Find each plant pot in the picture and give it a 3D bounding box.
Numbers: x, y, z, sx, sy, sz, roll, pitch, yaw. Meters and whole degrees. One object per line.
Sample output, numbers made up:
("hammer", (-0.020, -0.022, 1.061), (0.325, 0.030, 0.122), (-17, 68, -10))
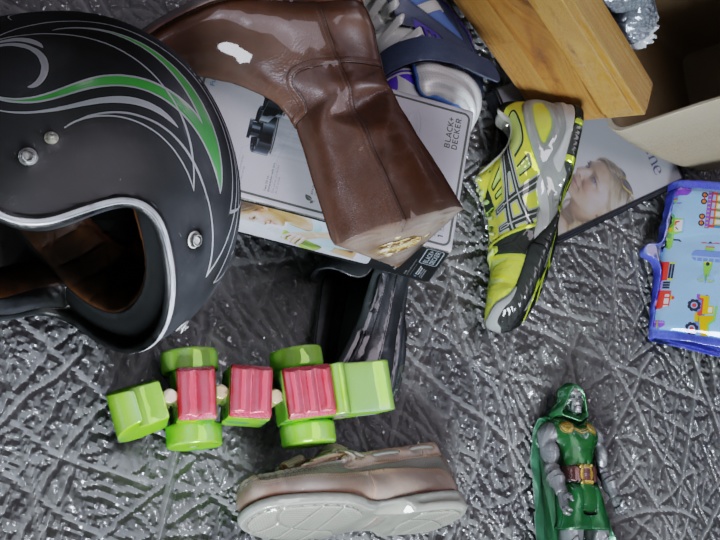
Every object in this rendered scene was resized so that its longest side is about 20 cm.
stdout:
("plant pot", (0.334, -0.200, 1.233), (0.177, 0.198, 0.202), (35, 45, -53))

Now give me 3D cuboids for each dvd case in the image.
("dvd case", (0.206, -0.117, 1.232), (0.199, 0.017, 0.144), (-23, 91, -40))

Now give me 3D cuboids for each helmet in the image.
("helmet", (-0.167, -0.054, 0.824), (0.189, 0.200, 0.202), (7, 72, -28))

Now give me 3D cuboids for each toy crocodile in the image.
("toy crocodile", (-0.071, 0.084, 0.917), (0.198, 0.062, 0.068), (0, 77, -18))

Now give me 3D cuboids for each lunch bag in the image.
("lunch bag", (0.349, 0.004, 1.229), (0.198, 0.094, 0.152), (11, 77, 3))

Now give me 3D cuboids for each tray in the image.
("tray", (0.148, -0.192, 1.096), (0.200, 0.098, 0.037), (46, 54, -42))

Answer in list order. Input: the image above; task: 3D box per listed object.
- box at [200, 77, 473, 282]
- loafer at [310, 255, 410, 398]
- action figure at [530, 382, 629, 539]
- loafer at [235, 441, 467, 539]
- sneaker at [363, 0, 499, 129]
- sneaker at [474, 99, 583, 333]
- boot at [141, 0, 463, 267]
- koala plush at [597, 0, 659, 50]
("box", (-0.029, -0.077, 0.968), (0.198, 0.060, 0.118), (14, 67, -8))
("loafer", (0.000, 0.000, 1.008), (0.070, 0.068, 0.203), (19, 69, -41))
("action figure", (0.175, 0.189, 1.100), (0.117, 0.055, 0.202), (7, 68, -33))
("loafer", (-0.010, 0.150, 0.966), (0.199, 0.072, 0.063), (10, 54, -42))
("sneaker", (0.022, -0.181, 1.045), (0.200, 0.080, 0.147), (42, 30, -26))
("sneaker", (0.127, -0.046, 1.130), (0.076, 0.075, 0.202), (14, 74, 9))
("boot", (-0.044, -0.087, 0.906), (0.185, 0.064, 0.202), (-19, 79, -17))
("koala plush", (0.165, -0.272, 1.110), (0.199, 0.178, 0.184), (34, 57, 19))
